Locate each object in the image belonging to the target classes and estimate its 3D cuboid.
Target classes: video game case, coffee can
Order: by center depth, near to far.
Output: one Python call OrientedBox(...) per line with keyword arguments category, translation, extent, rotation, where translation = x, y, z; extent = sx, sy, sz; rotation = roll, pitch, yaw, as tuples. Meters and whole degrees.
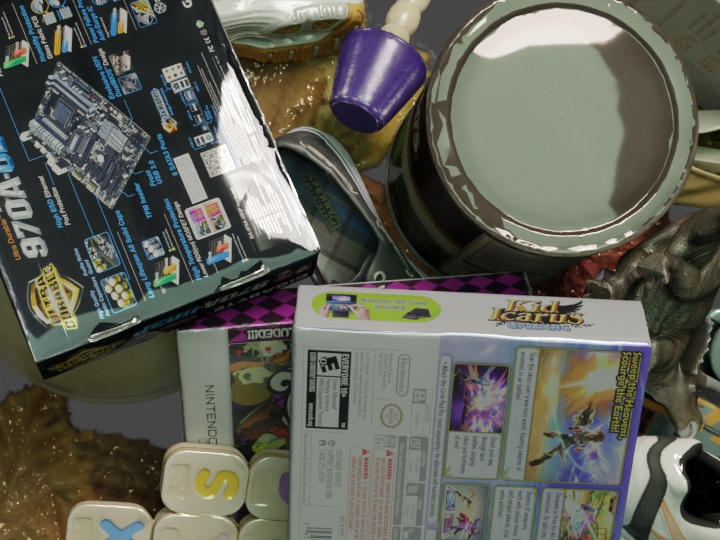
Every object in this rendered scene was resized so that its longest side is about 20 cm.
OrientedBox(category="video game case", translation=(0.052, 0.105, 0.837), extent=(0.181, 0.045, 0.200), rotation=(3, 122, 0))
OrientedBox(category="video game case", translation=(-0.005, 0.082, 0.907), extent=(0.200, 0.181, 0.036), rotation=(-3, 42, -6))
OrientedBox(category="coffee can", translation=(0.097, -0.068, 0.909), extent=(0.146, 0.200, 0.147), rotation=(1, 83, -6))

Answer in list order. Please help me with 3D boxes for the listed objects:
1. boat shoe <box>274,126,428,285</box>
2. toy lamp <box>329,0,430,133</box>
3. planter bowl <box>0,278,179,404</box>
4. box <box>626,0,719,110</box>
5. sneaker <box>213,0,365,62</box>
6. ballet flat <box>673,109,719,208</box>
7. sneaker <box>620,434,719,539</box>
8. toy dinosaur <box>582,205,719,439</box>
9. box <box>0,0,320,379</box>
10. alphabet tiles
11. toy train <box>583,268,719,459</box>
OrientedBox(category="boat shoe", translation=(0.000, 0.000, 0.949), extent=(0.070, 0.066, 0.200), rotation=(-29, 86, 19))
OrientedBox(category="toy lamp", translation=(0.036, -0.174, 0.963), extent=(0.058, 0.058, 0.200), rotation=(26, 68, -2))
OrientedBox(category="planter bowl", translation=(-0.148, -0.024, 0.914), extent=(0.200, 0.135, 0.201), rotation=(1, 83, -6))
OrientedBox(category="box", translation=(0.219, -0.194, 0.959), extent=(0.200, 0.152, 0.106), rotation=(41, 82, -1))
OrientedBox(category="sneaker", translation=(-0.100, -0.173, 0.966), extent=(0.200, 0.076, 0.088), rotation=(-8, 72, -23))
OrientedBox(category="ballet flat", translation=(0.252, -0.062, 0.951), extent=(0.200, 0.063, 0.069), rotation=(10, 41, 23))
OrientedBox(category="sneaker", translation=(0.208, 0.160, 0.920), extent=(0.200, 0.080, 0.074), rotation=(38, 55, -35))
OrientedBox(category="toy dinosaur", translation=(0.169, 0.009, 0.854), extent=(0.077, 0.200, 0.102), rotation=(31, 41, 31))
OrientedBox(category="box", translation=(-0.132, -0.064, 0.827), extent=(0.159, 0.046, 0.200), rotation=(-22, 79, -12))
OrientedBox(category="alphabet tiles", translation=(-0.079, 0.197, 0.913), extent=(0.195, 0.015, 0.200), rotation=(6, 107, -12))
OrientedBox(category="toy train", translation=(0.217, 0.079, 0.970), extent=(0.200, 0.085, 0.114), rotation=(28, 94, -4))
